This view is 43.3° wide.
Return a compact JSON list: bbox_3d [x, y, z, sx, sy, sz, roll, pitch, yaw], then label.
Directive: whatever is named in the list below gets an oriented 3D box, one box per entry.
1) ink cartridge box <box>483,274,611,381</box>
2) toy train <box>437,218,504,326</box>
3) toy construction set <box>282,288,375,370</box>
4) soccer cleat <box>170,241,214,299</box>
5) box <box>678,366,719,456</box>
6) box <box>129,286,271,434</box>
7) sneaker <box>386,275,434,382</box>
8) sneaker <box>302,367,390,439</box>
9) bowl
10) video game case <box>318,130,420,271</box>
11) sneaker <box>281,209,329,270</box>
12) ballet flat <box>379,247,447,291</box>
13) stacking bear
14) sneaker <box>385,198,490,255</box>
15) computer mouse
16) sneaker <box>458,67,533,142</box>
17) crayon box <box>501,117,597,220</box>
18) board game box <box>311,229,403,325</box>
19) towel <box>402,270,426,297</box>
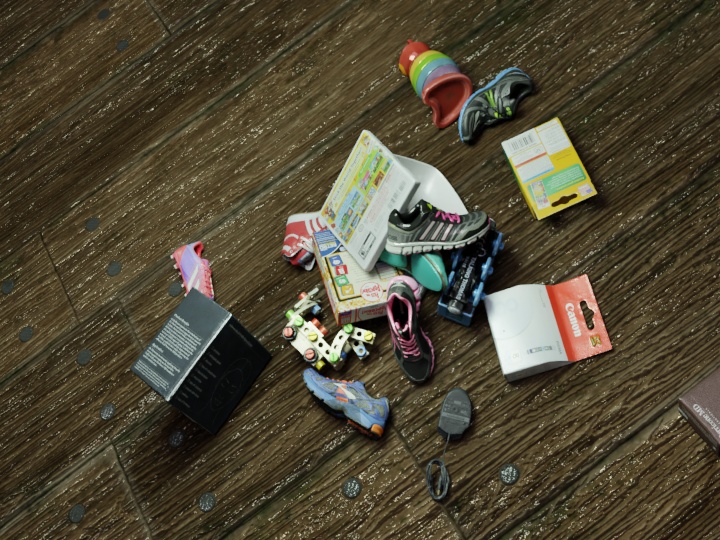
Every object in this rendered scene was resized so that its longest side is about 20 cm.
[{"bbox_3d":[0.337,0.096,1.648,0.197,0.047,0.163,-19,58,13],"label":"ink cartridge box"},{"bbox_3d":[0.207,0.000,1.706,0.085,0.115,0.203,21,69,8],"label":"toy train"},{"bbox_3d":[-0.074,0.116,1.763,0.131,0.092,0.200,-45,57,-7],"label":"toy construction set"},{"bbox_3d":[-0.343,0.021,1.935,0.076,0.067,0.201,-30,54,-3],"label":"soccer cleat"},{"bbox_3d":[0.626,0.196,1.473,0.199,0.075,0.101,-38,57,0],"label":"box"},{"bbox_3d":[-0.303,0.177,1.752,0.123,0.201,0.198,31,76,31],"label":"box"},{"bbox_3d":[0.084,0.117,1.659,0.077,0.095,0.204,-13,101,12],"label":"sneaker"},{"bbox_3d":[-0.026,0.238,1.702,0.198,0.076,0.079,30,67,22],"label":"sneaker"},{"bbox_3d":[0.108,-0.135,1.789,0.075,0.197,0.202,-51,49,31],"label":"bowl"},{"bbox_3d":[0.013,-0.134,1.726,0.182,0.023,0.202,49,119,38],"label":"video game case"},{"bbox_3d":[-0.084,-0.065,1.859,0.198,0.071,0.114,-9,58,42],"label":"sneaker"},{"bbox_3d":[0.111,-0.023,1.693,0.070,0.069,0.199,-23,33,-31],"label":"ballet flat"},{"bbox_3d":[0.150,-0.425,1.964,0.113,0.122,0.201,-35,49,2],"label":"stacking bear"},{"bbox_3d":[0.136,-0.088,1.634,0.196,0.089,0.074,-10,25,4],"label":"sneaker"},{"bbox_3d":[0.156,0.309,1.617,0.057,0.034,0.203,15,73,8],"label":"computer mouse"},{"bbox_3d":[0.281,-0.343,1.888,0.199,0.071,0.083,-42,51,-9],"label":"sneaker"},{"bbox_3d":[0.372,-0.190,1.785,0.124,0.052,0.203,-23,57,7],"label":"crayon box"},{"bbox_3d":[0.000,0.000,1.767,0.148,0.047,0.202,-11,53,-12],"label":"board game box"},{"bbox_3d":[0.053,-0.001,1.821,0.198,0.024,0.148,25,73,30],"label":"towel"}]
